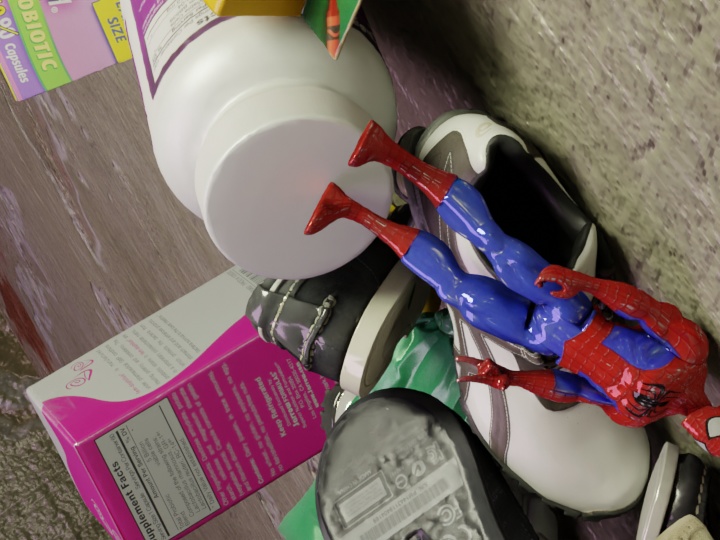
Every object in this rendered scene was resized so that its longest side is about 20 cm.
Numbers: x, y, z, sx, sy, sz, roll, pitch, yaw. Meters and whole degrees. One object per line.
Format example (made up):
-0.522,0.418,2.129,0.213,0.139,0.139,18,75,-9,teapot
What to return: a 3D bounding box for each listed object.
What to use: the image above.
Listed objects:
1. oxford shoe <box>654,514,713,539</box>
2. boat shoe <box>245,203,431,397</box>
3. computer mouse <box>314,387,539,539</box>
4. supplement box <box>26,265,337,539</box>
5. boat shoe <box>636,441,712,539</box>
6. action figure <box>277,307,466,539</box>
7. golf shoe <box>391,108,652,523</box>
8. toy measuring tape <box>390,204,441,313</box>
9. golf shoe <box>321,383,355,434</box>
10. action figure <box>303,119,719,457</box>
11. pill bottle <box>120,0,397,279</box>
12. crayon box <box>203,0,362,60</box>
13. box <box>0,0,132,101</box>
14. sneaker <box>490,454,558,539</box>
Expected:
0.188,0.186,0.957,0.200,0.074,0.071,43,166,-13,oxford shoe
0.000,0.000,1.087,0.200,0.067,0.072,-46,-28,-70,boat shoe
0.041,0.148,1.033,0.053,0.138,0.201,23,-140,-53,computer mouse
-0.094,0.080,1.443,0.101,0.199,0.104,36,152,59,supplement box
0.152,0.162,1.035,0.060,0.074,0.201,10,127,14,boat shoe
0.029,0.092,1.177,0.118,0.055,0.201,43,123,35,action figure
0.078,0.025,0.994,0.201,0.078,0.094,62,166,-9,golf shoe
-0.017,-0.015,1.257,0.200,0.073,0.074,41,156,53,toy measuring tape
0.060,0.131,1.252,0.200,0.078,0.094,49,164,1,golf shoe
0.073,0.018,0.927,0.199,0.066,0.052,31,-149,-4,action figure
-0.045,-0.086,1.032,0.200,0.112,0.113,-109,0,-52,pill bottle
-0.054,-0.196,0.959,0.200,0.051,0.127,49,128,35,crayon box
-0.182,-0.221,1.264,0.200,0.096,0.177,-108,-3,-62,box
0.083,0.156,1.096,0.114,0.201,0.075,22,158,18,sneaker
